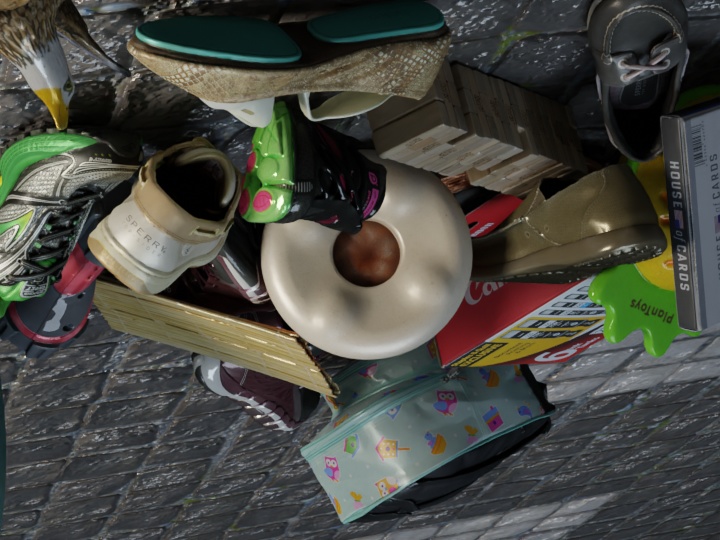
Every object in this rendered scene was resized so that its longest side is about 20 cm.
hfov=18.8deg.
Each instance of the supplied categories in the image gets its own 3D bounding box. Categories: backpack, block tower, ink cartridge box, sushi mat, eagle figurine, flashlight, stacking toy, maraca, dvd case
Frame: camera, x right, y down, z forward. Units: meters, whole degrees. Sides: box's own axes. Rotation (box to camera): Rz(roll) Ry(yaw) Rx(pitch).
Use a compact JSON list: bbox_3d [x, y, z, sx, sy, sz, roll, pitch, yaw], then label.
[{"bbox_3d":[0.047,0.135,1.922,0.200,0.153,0.176,-32,178,-41],"label":"backpack"},{"bbox_3d":[0.082,-0.093,1.459,0.058,0.054,0.200,-24,160,28],"label":"block tower"},{"bbox_3d":[0.141,0.004,1.682,0.175,0.084,0.200,-1,159,-34],"label":"ink cartridge box"},{"bbox_3d":[-0.113,0.044,1.577,0.200,0.012,0.096,16,156,25],"label":"sushi mat"},{"bbox_3d":[-0.160,-0.144,1.069,0.152,0.151,0.200,21,-150,20],"label":"eagle figurine"},{"bbox_3d":[-0.195,-0.001,1.496,0.068,0.068,0.200,-20,170,-31],"label":"flashlight"},{"bbox_3d":[0.000,0.000,1.575,0.146,0.146,0.200,-13,173,-5],"label":"stacking toy"},{"bbox_3d":[0.232,-0.036,1.563,0.137,0.200,0.107,18,-175,-33],"label":"maraca"},{"bbox_3d":[0.286,-0.056,1.513,0.200,0.151,0.025,-19,-162,-38],"label":"dvd case"}]

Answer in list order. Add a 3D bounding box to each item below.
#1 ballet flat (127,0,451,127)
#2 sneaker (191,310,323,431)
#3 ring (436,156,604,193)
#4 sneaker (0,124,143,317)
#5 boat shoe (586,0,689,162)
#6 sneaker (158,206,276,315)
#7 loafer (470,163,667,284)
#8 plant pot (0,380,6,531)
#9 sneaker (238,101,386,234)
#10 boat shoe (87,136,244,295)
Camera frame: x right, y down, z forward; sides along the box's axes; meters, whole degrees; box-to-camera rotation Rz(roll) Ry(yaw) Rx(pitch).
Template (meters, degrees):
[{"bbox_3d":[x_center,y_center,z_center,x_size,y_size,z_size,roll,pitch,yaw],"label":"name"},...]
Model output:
[{"bbox_3d":[-0.039,-0.115,1.267,0.200,0.071,0.065,-5,123,-21],"label":"ballet flat"},{"bbox_3d":[-0.050,0.073,1.798,0.115,0.076,0.200,-23,159,17],"label":"sneaker"},{"bbox_3d":[0.089,-0.049,1.650,0.200,0.019,0.200,-12,161,-4],"label":"ring"},{"bbox_3d":[-0.199,-0.030,1.385,0.078,0.085,0.200,2,153,-41],"label":"sneaker"},{"bbox_3d":[0.186,-0.129,1.426,0.067,0.057,0.200,-15,162,2],"label":"boat shoe"},{"bbox_3d":[-0.112,0.002,1.569,0.115,0.076,0.200,-13,161,14],"label":"sneaker"},{"bbox_3d":[0.140,-0.030,1.508,0.076,0.068,0.200,2,172,-34],"label":"loafer"},{"bbox_3d":[-0.314,0.099,1.496,0.141,0.200,0.141,-12,161,-7],"label":"plant pot"},{"bbox_3d":[-0.025,-0.062,1.358,0.084,0.077,0.200,15,-171,4],"label":"sneaker"},{"bbox_3d":[-0.104,-0.045,1.353,0.069,0.074,0.200,-46,-174,20],"label":"boat shoe"}]
